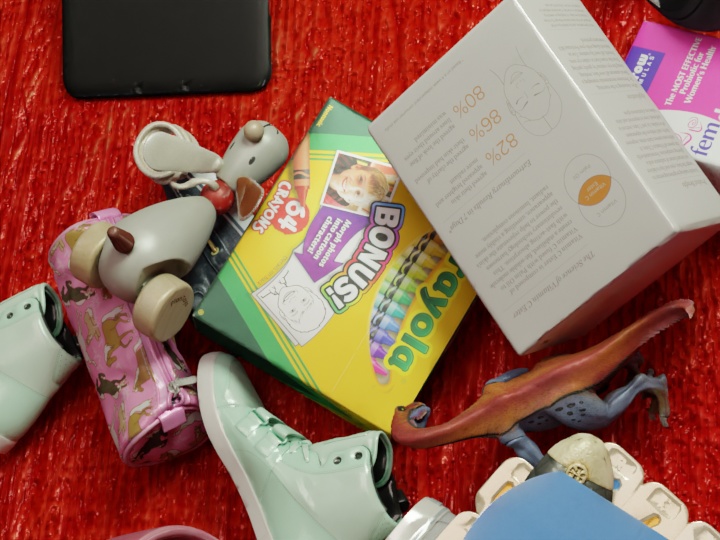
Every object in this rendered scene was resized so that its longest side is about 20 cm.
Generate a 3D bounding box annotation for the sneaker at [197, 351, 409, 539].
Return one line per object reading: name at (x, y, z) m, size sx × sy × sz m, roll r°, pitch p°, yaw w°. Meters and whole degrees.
sneaker at (-0.038, 0.127, 1.382) m, size 0.118 × 0.074 × 0.201 m, roll -32°, pitch 67°, yaw 13°

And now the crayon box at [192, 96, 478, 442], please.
crayon box at (0.000, 0.000, 1.413) m, size 0.172 × 0.058 × 0.200 m, roll 30°, pitch 77°, yaw 7°

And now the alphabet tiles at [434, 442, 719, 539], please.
alphabet tiles at (0.146, 0.223, 1.266) m, size 0.200 × 0.015 × 0.196 m, roll 41°, pitch 87°, yaw 15°

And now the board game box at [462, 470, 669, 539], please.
board game box at (0.143, 0.232, 1.208) m, size 0.200 × 0.039 × 0.158 m, roll 32°, pitch 65°, yaw -1°

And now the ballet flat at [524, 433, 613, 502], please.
ballet flat at (0.112, 0.199, 1.240) m, size 0.066 × 0.057 × 0.201 m, roll 26°, pitch 83°, yaw 12°

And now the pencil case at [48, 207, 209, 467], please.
pencil case at (-0.178, 0.051, 1.457) m, size 0.086 × 0.083 × 0.200 m, roll -33°, pitch 62°, yaw 15°

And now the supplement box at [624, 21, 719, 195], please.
supplement box at (0.283, -0.093, 1.362) m, size 0.199 × 0.103 × 0.101 m, roll 17°, pitch 72°, yaw 29°

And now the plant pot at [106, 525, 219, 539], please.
plant pot at (-0.180, 0.287, 1.300) m, size 0.178 × 0.200 × 0.201 m, roll -15°, pitch 59°, yaw 31°

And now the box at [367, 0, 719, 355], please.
box at (0.131, -0.068, 1.317) m, size 0.152 × 0.106 × 0.200 m, roll -40°, pitch 75°, yaw 29°

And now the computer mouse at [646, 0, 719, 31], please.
computer mouse at (0.264, -0.212, 1.409) m, size 0.140 × 0.046 × 0.200 m, roll -2°, pitch 23°, yaw -19°

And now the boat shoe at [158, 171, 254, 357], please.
boat shoe at (-0.129, -0.022, 1.498) m, size 0.091 × 0.071 × 0.200 m, roll -41°, pitch 59°, yaw -8°

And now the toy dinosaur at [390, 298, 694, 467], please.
toy dinosaur at (0.114, 0.080, 1.316) m, size 0.181 × 0.201 × 0.105 m, roll -4°, pitch 40°, yaw -16°

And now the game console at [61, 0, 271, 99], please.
game console at (-0.154, -0.245, 1.656) m, size 0.199 × 0.117 × 0.176 m, roll 0°, pitch 34°, yaw 20°

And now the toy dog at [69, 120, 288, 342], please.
toy dog at (-0.136, -0.050, 1.405) m, size 0.131 × 0.096 × 0.201 m, roll 14°, pitch 61°, yaw 11°

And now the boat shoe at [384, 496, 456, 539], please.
boat shoe at (0.014, 0.254, 1.308) m, size 0.068 × 0.072 × 0.200 m, roll 34°, pitch 70°, yaw 14°

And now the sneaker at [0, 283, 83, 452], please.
sneaker at (-0.303, 0.037, 1.522) m, size 0.118 × 0.074 × 0.200 m, roll -44°, pitch 67°, yaw 4°
